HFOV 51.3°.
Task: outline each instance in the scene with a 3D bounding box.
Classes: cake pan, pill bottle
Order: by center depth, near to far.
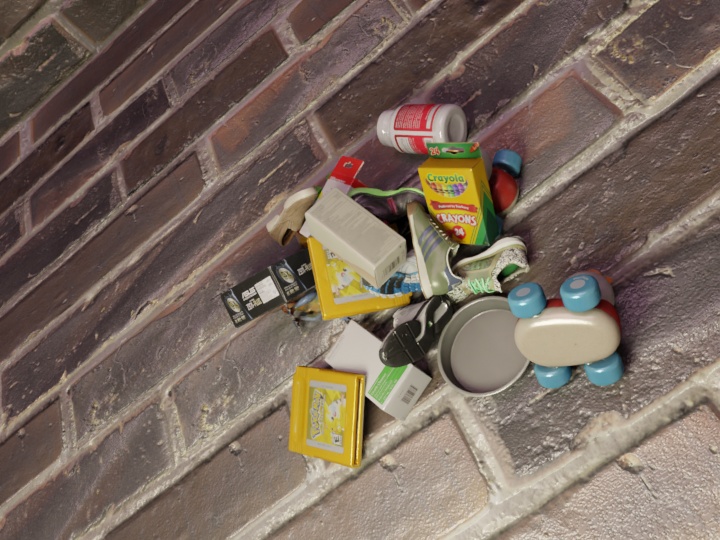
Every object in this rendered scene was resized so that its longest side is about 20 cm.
[{"bbox_3d":[0.240,0.147,1.414,0.198,0.037,0.203,-19,53,27],"label":"cake pan"},{"bbox_3d":[0.139,-0.328,1.737,0.198,0.112,0.114,11,69,40],"label":"pill bottle"}]

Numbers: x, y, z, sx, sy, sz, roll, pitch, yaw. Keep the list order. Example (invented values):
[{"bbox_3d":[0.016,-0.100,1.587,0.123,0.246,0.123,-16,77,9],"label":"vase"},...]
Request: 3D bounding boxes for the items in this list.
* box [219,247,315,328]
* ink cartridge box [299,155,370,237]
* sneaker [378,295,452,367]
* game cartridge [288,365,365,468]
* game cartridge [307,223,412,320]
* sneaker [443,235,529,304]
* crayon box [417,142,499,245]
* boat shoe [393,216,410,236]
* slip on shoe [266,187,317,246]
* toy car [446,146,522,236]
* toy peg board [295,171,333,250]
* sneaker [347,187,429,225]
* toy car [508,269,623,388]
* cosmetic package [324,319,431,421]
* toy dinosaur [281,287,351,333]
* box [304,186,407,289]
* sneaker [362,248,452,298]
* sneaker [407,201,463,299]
[{"bbox_3d":[-0.189,0.034,1.675,0.199,0.163,0.087,-27,91,43],"label":"box"},{"bbox_3d":[-0.043,-0.147,1.665,0.202,0.067,0.116,-61,32,-1],"label":"ink cartridge box"},{"bbox_3d":[0.087,0.126,1.462,0.200,0.076,0.115,-38,10,-35],"label":"sneaker"},{"bbox_3d":[-0.071,0.287,1.499,0.198,0.032,0.180,-1,85,45],"label":"game cartridge"},{"bbox_3d":[0.000,0.000,1.570,0.197,0.032,0.179,-10,76,-13],"label":"game cartridge"},{"bbox_3d":[0.244,0.014,1.459,0.199,0.077,0.089,-35,35,15],"label":"sneaker"},{"bbox_3d":[0.189,-0.149,1.465,0.126,0.202,0.051,7,37,40],"label":"crayon box"},{"bbox_3d":[0.041,-0.066,1.671,0.199,0.062,0.075,-36,74,11],"label":"boat shoe"},{"bbox_3d":[-0.150,-0.122,1.708,0.199,0.075,0.061,-37,77,45],"label":"slip on shoe"},{"bbox_3d":[0.215,-0.196,1.536,0.175,0.200,0.187,6,66,38],"label":"toy car"},{"bbox_3d":[-0.078,-0.115,1.774,0.199,0.098,0.200,-37,47,12],"label":"toy peg board"},{"bbox_3d":[0.067,-0.125,1.569,0.196,0.077,0.085,0,71,15],"label":"sneaker"},{"bbox_3d":[0.369,0.067,1.303,0.175,0.186,0.201,-10,28,32],"label":"toy car"},{"bbox_3d":[0.033,0.198,1.504,0.199,0.085,0.108,31,86,43],"label":"cosmetic package"},{"bbox_3d":[-0.083,0.052,1.685,0.180,0.106,0.200,-35,34,-12],"label":"toy dinosaur"},{"bbox_3d":[-0.009,-0.067,1.488,0.095,0.078,0.199,-41,62,-18],"label":"box"},{"bbox_3d":[0.095,-0.001,1.541,0.196,0.075,0.088,-5,55,-14],"label":"sneaker"},{"bbox_3d":[0.150,-0.048,1.475,0.088,0.067,0.203,-13,69,11],"label":"sneaker"}]
